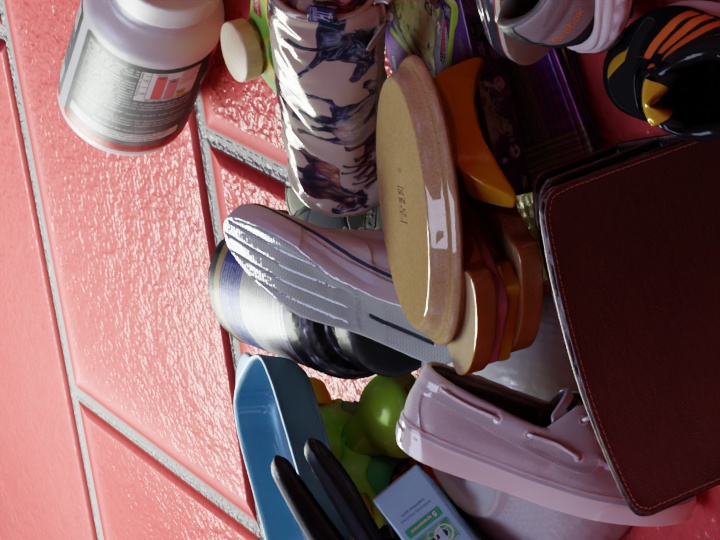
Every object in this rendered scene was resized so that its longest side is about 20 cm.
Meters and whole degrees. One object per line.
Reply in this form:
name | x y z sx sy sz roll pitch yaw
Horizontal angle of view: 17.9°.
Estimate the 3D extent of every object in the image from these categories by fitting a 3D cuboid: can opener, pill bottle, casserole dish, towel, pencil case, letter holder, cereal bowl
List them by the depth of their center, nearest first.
letter holder | 0.160 0.033 1.368 0.101 0.142 0.200 -4 104 62
towel | 0.114 -0.088 1.502 0.144 0.023 0.200 -20 89 64
pencil case | -0.014 -0.125 1.530 0.089 0.078 0.200 30 146 27
cereal bowl | 0.102 0.114 1.595 0.200 0.083 0.200 39 139 43
can opener | -0.004 0.196 1.622 0.200 0.063 0.079 51 -178 -33
casserole dish | -0.049 0.153 1.709 0.121 0.039 0.200 118 139 -60
pill bottle | -0.024 0.020 1.728 0.200 0.112 0.112 16 122 57
pill bottle | -0.174 -0.190 1.856 0.116 0.116 0.200 60 151 18

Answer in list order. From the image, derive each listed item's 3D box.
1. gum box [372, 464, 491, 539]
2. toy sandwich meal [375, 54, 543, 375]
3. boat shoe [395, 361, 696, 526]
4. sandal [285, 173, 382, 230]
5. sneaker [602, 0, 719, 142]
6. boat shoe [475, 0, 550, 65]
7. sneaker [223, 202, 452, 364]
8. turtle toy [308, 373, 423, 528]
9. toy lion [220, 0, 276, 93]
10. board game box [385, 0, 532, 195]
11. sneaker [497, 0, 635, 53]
gum box | 0.102 0.244 1.625 0.200 0.045 0.170 52 -179 25
toy sandwich meal | 0.061 -0.041 1.449 0.205 0.070 0.205 173 90 -81
boat shoe | 0.125 0.108 1.478 0.072 0.200 0.069 -61 -11 -71
sandal | 0.034 -0.043 1.634 0.201 0.057 0.080 22 106 36
sneaker | 0.181 -0.109 1.288 0.200 0.090 0.070 7 115 60
boat shoe | 0.084 -0.226 1.402 0.063 0.071 0.200 7 109 43
sneaker | 0.000 0.000 1.581 0.200 0.071 0.073 27 141 20
turtle toy | 0.003 0.149 1.773 0.200 0.101 0.146 109 147 -53
toy lion | -0.039 -0.201 1.631 0.192 0.069 0.200 47 147 50
board game box | 0.055 -0.141 1.518 0.120 0.032 0.200 -8 95 61
sneaker | 0.119 -0.224 1.322 0.074 0.079 0.200 24 115 60
